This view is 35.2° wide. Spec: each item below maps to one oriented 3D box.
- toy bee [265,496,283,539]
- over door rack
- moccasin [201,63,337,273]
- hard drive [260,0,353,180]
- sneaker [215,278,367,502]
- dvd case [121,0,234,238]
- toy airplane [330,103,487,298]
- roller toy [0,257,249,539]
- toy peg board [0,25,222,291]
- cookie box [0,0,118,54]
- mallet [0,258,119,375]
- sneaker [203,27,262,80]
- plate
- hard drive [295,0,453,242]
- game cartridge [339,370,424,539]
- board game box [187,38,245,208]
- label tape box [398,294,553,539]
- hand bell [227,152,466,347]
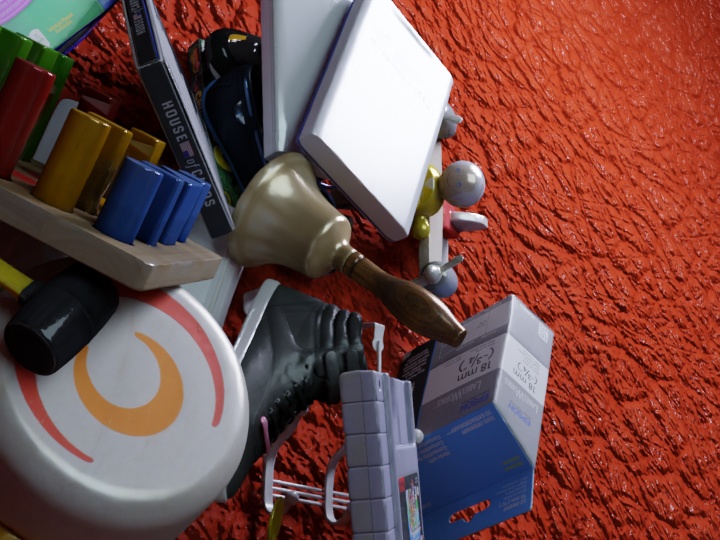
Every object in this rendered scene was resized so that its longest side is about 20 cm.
[{"bbox_3d":[-0.057,0.245,0.811,0.199,0.109,0.132,38,71,-6],"label":"toy bee"},{"bbox_3d":[-0.020,0.112,0.957,0.147,0.066,0.203,21,50,-41],"label":"over door rack"},{"bbox_3d":[-0.068,-0.087,1.004,0.201,0.068,0.081,54,37,-9],"label":"moccasin"},{"bbox_3d":[-0.031,-0.179,1.012,0.131,0.026,0.203,14,65,-40],"label":"hard drive"},{"bbox_3d":[-0.049,0.089,0.842,0.098,0.071,0.201,11,44,6],"label":"sneaker"},{"bbox_3d":[-0.148,-0.137,0.899,0.201,0.024,0.152,-113,-177,-55],"label":"dvd case"},{"bbox_3d":[0.070,-0.068,1.126,0.199,0.140,0.202,-47,115,-45],"label":"toy airplane"},{"bbox_3d":[-0.173,0.101,0.723,0.181,0.140,0.202,-9,63,-43],"label":"roller toy"},{"bbox_3d":[-0.181,-0.079,0.730,0.197,0.099,0.200,26,4,3],"label":"toy peg board"},{"bbox_3d":[-0.306,-0.237,0.862,0.200,0.075,0.172,48,37,-14],"label":"cookie box"},{"bbox_3d":[-0.227,-0.023,0.657,0.199,0.041,0.066,40,44,10],"label":"mallet"},{"bbox_3d":[-0.054,-0.192,1.075,0.199,0.089,0.071,20,51,-43],"label":"sneaker"},{"bbox_3d":[-0.175,-0.018,0.882,0.199,0.032,0.202,35,46,-25],"label":"plate"},{"bbox_3d":[0.018,-0.143,1.005,0.132,0.025,0.202,45,45,-30],"label":"hard drive"},{"bbox_3d":[0.021,0.143,0.833,0.200,0.038,0.132,40,41,-78],"label":"game cartridge"},{"bbox_3d":[-0.107,-0.114,1.055,0.104,0.023,0.203,16,54,-40],"label":"board game box"},{"bbox_3d":[0.089,0.134,1.003,0.063,0.144,0.201,41,39,-21],"label":"label tape box"},{"bbox_3d":[0.000,0.000,0.892,0.199,0.105,0.104,34,29,25],"label":"hand bell"}]
